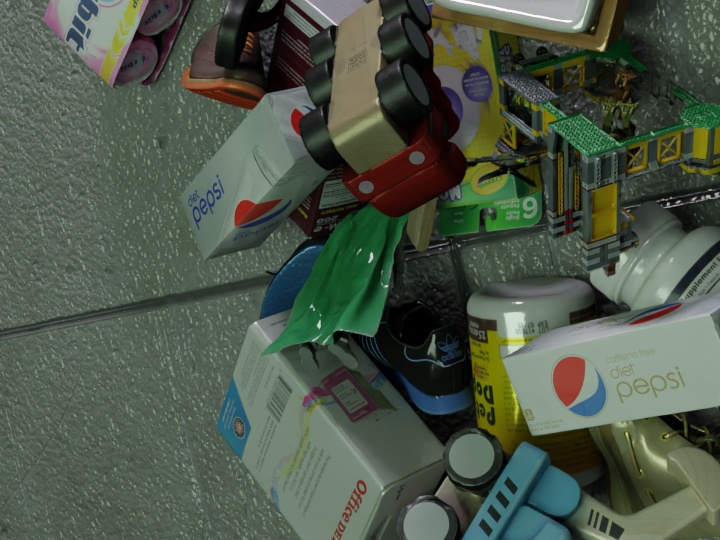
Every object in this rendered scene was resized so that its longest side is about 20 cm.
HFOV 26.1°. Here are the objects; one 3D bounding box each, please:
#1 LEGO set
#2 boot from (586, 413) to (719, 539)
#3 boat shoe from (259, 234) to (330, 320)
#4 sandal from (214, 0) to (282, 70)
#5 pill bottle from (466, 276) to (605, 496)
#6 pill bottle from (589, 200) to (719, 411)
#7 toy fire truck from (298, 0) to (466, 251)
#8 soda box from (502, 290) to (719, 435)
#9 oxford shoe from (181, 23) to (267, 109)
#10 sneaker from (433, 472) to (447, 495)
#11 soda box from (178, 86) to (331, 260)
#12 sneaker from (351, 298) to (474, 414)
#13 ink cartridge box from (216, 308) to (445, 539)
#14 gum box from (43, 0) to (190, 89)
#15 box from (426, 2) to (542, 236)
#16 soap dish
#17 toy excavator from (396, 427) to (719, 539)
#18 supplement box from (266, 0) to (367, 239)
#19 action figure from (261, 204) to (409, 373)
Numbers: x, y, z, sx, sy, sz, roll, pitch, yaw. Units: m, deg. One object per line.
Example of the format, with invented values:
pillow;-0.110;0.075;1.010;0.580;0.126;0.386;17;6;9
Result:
LEGO set;0.186;-0.083;1.186;0.200;0.153;0.117;39;144;46
boot;0.263;0.132;1.235;0.154;0.073;0.202;-2;113;37
boat shoe;-0.064;0.039;1.464;0.084;0.069;0.201;26;125;-5
sandal;-0.082;-0.242;1.364;0.047;0.202;0.076;14;136;1
pill bottle;0.150;0.113;1.303;0.108;0.109;0.202;0;101;37
pill bottle;0.276;0.038;1.188;0.200;0.111;0.112;40;122;23
toy fire truck;0.037;-0.095;1.240;0.128;0.177;0.200;-28;123;23
soda box;0.203;0.069;1.146;0.199;0.063;0.069;-17;97;47
oxford shoe;-0.120;-0.190;1.407;0.200;0.071;0.073;-145;72;-69
sneaker;0.028;0.161;1.430;0.199;0.074;0.086;23;114;31
soda box;-0.087;-0.083;1.367;0.200;0.063;0.069;-40;69;52
sneaker;0.034;0.059;1.372;0.199;0.070;0.079;23;127;55
ink cartridge box;-0.027;0.151;1.367;0.200;0.084;0.145;50;138;28
gum box;-0.225;-0.285;1.514;0.113;0.066;0.201;44;124;22
box;0.086;-0.130;1.332;0.116;0.048;0.202;-7;99;39
soap dish;0.151;-0.278;1.200;0.156;0.081;0.202;17;96;32
toy excavator;0.156;0.193;1.188;0.199;0.195;0.100;28;162;23
supplement box;-0.034;-0.143;1.380;0.109;0.060;0.202;44;133;37
action figure;0.000;0.000;1.347;0.117;0.201;0.055;-7;132;33
